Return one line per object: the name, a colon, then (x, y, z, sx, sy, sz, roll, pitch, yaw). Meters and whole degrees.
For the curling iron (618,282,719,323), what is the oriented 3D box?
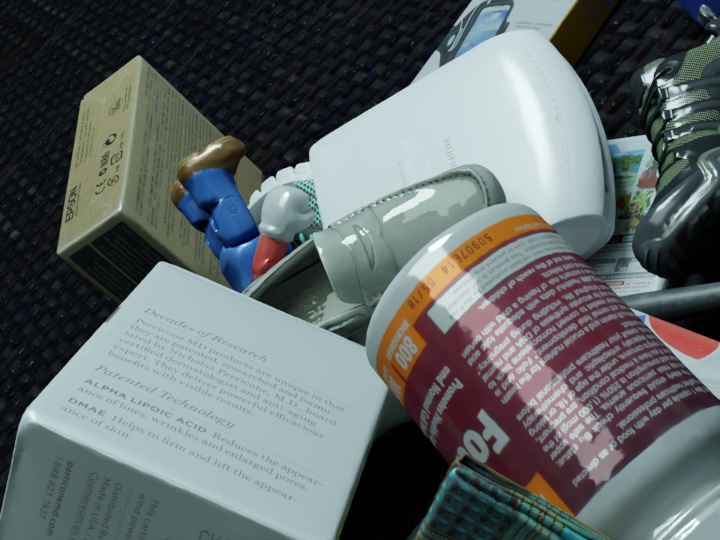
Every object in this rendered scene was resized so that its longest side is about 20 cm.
curling iron: (0.140, 0.022, 0.773, 0.197, 0.050, 0.026, -4, 45, 34)

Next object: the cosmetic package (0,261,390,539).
cosmetic package: (-0.092, 0.129, 0.730, 0.200, 0.163, 0.167, -63, -5, -66)

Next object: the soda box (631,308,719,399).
soda box: (0.153, 0.071, 0.693, 0.063, 0.069, 0.199, -24, 31, -34)

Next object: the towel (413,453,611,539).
towel: (0.100, 0.175, 0.546, 0.022, 0.198, 0.148, -51, -13, -52)

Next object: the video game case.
video game case: (0.126, -0.008, 0.874, 0.198, 0.022, 0.184, -5, 52, 43)

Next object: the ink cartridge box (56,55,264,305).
ink cartridge box: (-0.156, -0.049, 1.068, 0.075, 0.165, 0.202, -30, 37, 21)

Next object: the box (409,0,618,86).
box: (0.119, -0.177, 1.034, 0.118, 0.042, 0.201, 18, 66, 51)

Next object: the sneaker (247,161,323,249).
sneaker: (-0.016, -0.036, 0.999, 0.198, 0.077, 0.092, -22, 45, 31)

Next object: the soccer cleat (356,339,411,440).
soccer cleat: (-0.017, 0.097, 0.846, 0.200, 0.077, 0.070, -41, 44, 17)

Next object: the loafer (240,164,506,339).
loafer: (0.000, 0.000, 0.807, 0.199, 0.070, 0.071, -36, 67, 18)

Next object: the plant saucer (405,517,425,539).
plant saucer: (0.088, 0.196, 0.695, 0.199, 0.039, 0.203, -26, 39, 23)

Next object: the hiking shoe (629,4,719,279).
hiking shoe: (0.203, -0.079, 0.805, 0.100, 0.076, 0.201, 22, 60, 30)

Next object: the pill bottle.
pill bottle: (0.101, 0.075, 0.609, 0.114, 0.114, 0.200, -42, 63, 2)

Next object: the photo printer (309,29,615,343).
photo printer: (0.069, -0.055, 0.872, 0.198, 0.069, 0.168, -27, 56, 23)

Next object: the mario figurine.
mario figurine: (-0.052, 0.004, 0.931, 0.105, 0.123, 0.202, -31, 81, 12)

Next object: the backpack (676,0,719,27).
backpack: (0.273, -0.277, 0.875, 0.198, 0.168, 0.164, -29, 31, 25)
